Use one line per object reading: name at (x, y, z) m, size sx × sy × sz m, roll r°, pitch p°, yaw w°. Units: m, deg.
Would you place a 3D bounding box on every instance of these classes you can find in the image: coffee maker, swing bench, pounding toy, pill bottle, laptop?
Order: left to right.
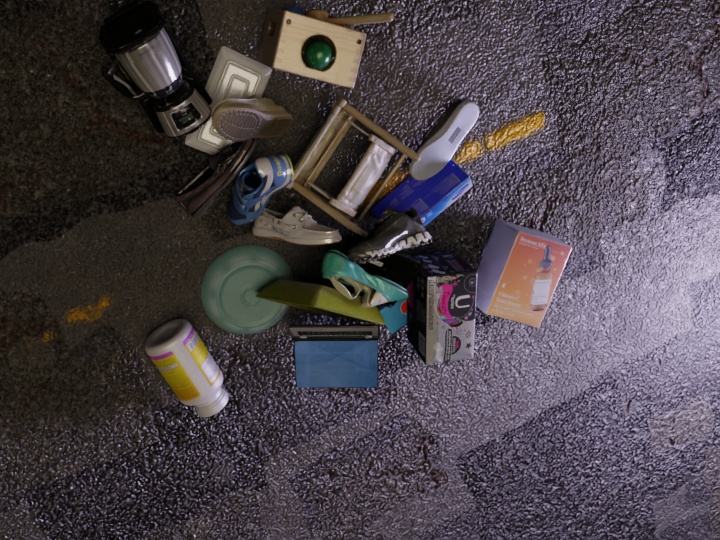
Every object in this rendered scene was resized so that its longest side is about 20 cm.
coffee maker at (-0.355, -0.361, 1.367) m, size 0.134 × 0.193 × 0.201 m, roll -15°, pitch 137°, yaw 10°
pill bottle at (-0.352, 0.206, 1.596) m, size 0.104 × 0.104 × 0.201 m, roll -29°, pitch 115°, yaw -6°
pounding toy at (-0.069, -0.421, 1.405) m, size 0.183 × 0.200 × 0.143 m, roll 9°, pitch 106°, yaw -21°
laptop at (-0.054, 0.186, 1.657) m, size 0.186 × 0.200 × 0.117 m, roll -1°, pitch 77°, yaw 0°
swing bench at (-0.022, -0.206, 1.538) m, size 0.199 × 0.130 × 0.199 m, roll 34°, pitch 97°, yaw -12°
laptop at (0.000, 0.000, 1.604) m, size 0.176 × 0.104 × 0.201 m, roll 20°, pitch 120°, yaw -24°

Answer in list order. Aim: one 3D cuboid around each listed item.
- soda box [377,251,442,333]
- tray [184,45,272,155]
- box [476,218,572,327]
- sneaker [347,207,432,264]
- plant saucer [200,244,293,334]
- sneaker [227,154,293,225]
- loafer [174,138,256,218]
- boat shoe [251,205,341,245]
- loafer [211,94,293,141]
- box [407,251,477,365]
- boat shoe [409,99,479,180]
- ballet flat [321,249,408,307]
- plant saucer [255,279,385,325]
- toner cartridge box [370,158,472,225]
soda box at (0.123, 0.047, 1.715) m, size 0.200 × 0.064 × 0.068 m, roll -36°, pitch 116°, yaw -3°
tray at (-0.253, -0.315, 1.483) m, size 0.107 × 0.022 × 0.201 m, roll 20°, pitch 102°, yaw -24°
box at (0.358, 0.006, 1.752) m, size 0.151 × 0.106 × 0.201 m, roll 13°, pitch 105°, yaw -22°
sneaker at (0.047, -0.071, 1.484) m, size 0.199 × 0.066 × 0.091 m, roll -18°, pitch 89°, yaw -35°
plant saucer at (-0.232, 0.048, 1.615) m, size 0.199 × 0.036 × 0.201 m, roll -6°, pitch 111°, yaw -15°
sneaker at (-0.212, -0.156, 1.483) m, size 0.082 × 0.074 × 0.200 m, roll -11°, pitch 156°, yaw -46°
loafer at (-0.280, -0.187, 1.482) m, size 0.063 × 0.072 × 0.200 m, roll 35°, pitch 109°, yaw -23°
boat shoe at (-0.129, -0.092, 1.530) m, size 0.199 × 0.071 × 0.070 m, roll 9°, pitch 101°, yaw 24°
loafer at (-0.211, -0.288, 1.441) m, size 0.076 × 0.068 × 0.200 m, roll -52°, pitch 158°, yaw 25°
box at (0.171, 0.078, 1.632) m, size 0.114 × 0.132 × 0.201 m, roll -7°, pitch 112°, yaw -14°
boat shoe at (0.162, -0.277, 1.608) m, size 0.070 × 0.066 × 0.200 m, roll 36°, pitch 91°, yaw -37°
ballet flat at (0.004, 0.032, 1.515) m, size 0.199 × 0.067 × 0.071 m, roll 29°, pitch 72°, yaw -25°
plant saucer at (-0.077, 0.060, 1.569) m, size 0.199 × 0.199 × 0.048 m, roll 18°, pitch 82°, yaw -41°
toner cartridge box at (0.128, -0.152, 1.623) m, size 0.200 × 0.095 × 0.043 m, roll -39°, pitch 151°, yaw 0°
